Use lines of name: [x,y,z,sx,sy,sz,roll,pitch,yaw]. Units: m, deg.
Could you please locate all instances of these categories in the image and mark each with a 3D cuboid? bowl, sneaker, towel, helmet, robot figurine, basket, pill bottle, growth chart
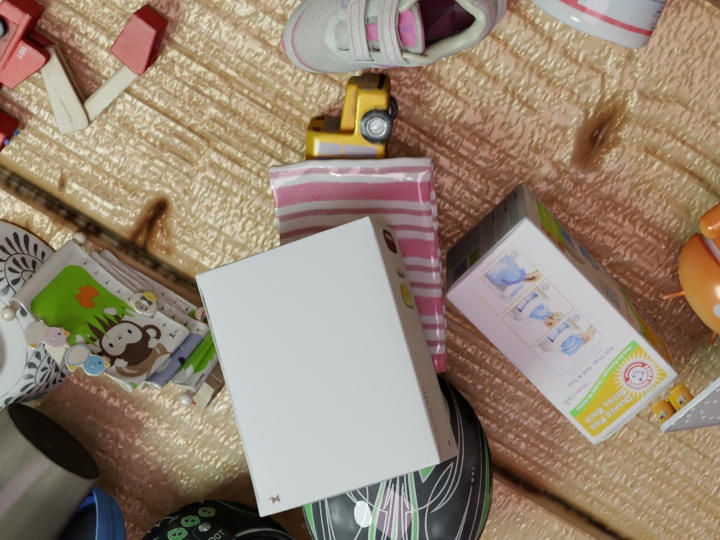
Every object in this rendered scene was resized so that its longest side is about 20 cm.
bowl: [-0.294,0.303,1.259,0.039,0.201,0.201,28,112,-31]
bowl: [-0.369,0.059,1.222,0.197,0.094,0.204,2,110,4]
sneaker: [0.026,-0.212,1.094,0.197,0.088,0.082,-13,109,9]
towel: [0.000,0.000,1.139,0.144,0.030,0.203,-3,111,6]
helmet: [-0.136,0.323,1.246,0.190,0.200,0.201,-12,117,55]
robot figurine: [0.364,-0.016,1.131,0.200,0.144,0.117,-41,74,16]
helmet: [0.033,0.195,1.191,0.197,0.191,0.203,1,110,4]
basket: [-0.350,0.238,1.224,0.136,0.180,0.201,40,91,20]
pill bottle: [0.221,-0.291,1.040,0.107,0.109,0.202,20,110,-4]
growth chart: [-0.216,0.047,1.190,0.198,0.146,0.018,28,136,-5]

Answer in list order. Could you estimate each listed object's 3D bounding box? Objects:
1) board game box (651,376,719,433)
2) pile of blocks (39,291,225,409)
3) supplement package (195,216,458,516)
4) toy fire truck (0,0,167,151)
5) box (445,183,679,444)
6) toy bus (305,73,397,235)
board game box: [0.368,0.067,1.122,0.200,0.199,0.026,-47,61,28]
pile of blocks: [-0.212,0.074,1.229,0.198,0.083,0.062,23,132,-12]
supplement package: [-0.024,0.078,1.061,0.154,0.111,0.203,-18,83,11]
toy fire truck: [-0.276,-0.171,1.152,0.140,0.049,0.201,32,110,-9]
box: [0.178,0.039,1.165,0.101,0.113,0.200,-42,101,16]
toy bus: [-0.010,-0.072,1.163,0.077,0.065,0.203,4,111,4]
